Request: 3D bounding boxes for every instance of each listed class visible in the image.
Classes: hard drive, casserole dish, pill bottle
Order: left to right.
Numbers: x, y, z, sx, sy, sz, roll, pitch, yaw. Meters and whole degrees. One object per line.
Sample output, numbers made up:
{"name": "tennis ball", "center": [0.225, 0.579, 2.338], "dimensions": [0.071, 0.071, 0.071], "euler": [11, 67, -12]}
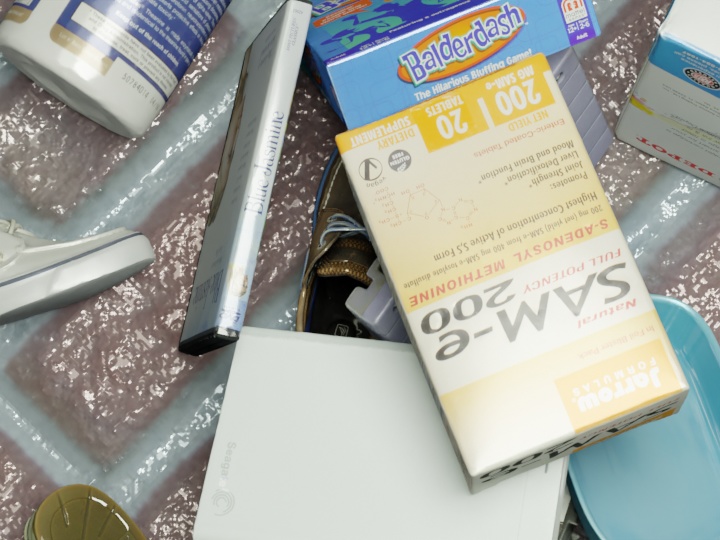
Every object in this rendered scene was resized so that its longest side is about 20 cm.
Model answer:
{"name": "pill bottle", "center": [-0.129, -0.192, 1.144], "dimensions": [0.110, 0.111, 0.201], "euler": [32, 83, 5]}
{"name": "hard drive", "center": [0.016, 0.104, 1.035], "dimensions": [0.198, 0.026, 0.133], "euler": [6, 65, 14]}
{"name": "casserole dish", "center": [0.167, 0.098, 1.089], "dimensions": [0.120, 0.039, 0.201], "euler": [-5, 55, -15]}

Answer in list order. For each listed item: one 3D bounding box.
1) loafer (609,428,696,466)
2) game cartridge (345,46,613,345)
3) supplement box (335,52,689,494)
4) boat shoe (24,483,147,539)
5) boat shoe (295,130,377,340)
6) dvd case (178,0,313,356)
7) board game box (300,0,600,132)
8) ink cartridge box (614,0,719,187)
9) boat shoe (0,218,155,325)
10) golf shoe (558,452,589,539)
{"name": "loafer", "center": [0.208, 0.175, 1.103], "dimensions": [0.075, 0.068, 0.201], "euler": [-36, 81, -5]}
{"name": "game cartridge", "center": [0.078, -0.030, 1.110], "dimensions": [0.038, 0.130, 0.201], "euler": [31, 82, 33]}
{"name": "supplement box", "center": [0.079, 0.002, 0.995], "dimensions": [0.125, 0.074, 0.201], "euler": [-22, 75, -1]}
{"name": "boat shoe", "center": [-0.130, 0.219, 1.110], "dimensions": [0.073, 0.063, 0.201], "euler": [-41, 89, -30]}
{"name": "boat shoe", "center": [0.000, 0.000, 1.131], "dimensions": [0.072, 0.072, 0.202], "euler": [8, 81, 2]}
{"name": "dvd case", "center": [-0.071, -0.051, 1.106], "dimensions": [0.017, 0.143, 0.202], "euler": [14, 81, -13]}
{"name": "board game box", "center": [0.040, -0.147, 1.093], "dimensions": [0.151, 0.200, 0.045], "euler": [-22, 108, -4]}
{"name": "ink cartridge box", "center": [0.253, -0.136, 1.089], "dimensions": [0.146, 0.200, 0.146], "euler": [26, 80, 5]}
{"name": "boat shoe", "center": [-0.227, 0.000, 1.137], "dimensions": [0.198, 0.072, 0.066], "euler": [-18, 86, 6]}
{"name": "golf shoe", "center": [0.063, 0.180, 1.101], "dimensions": [0.094, 0.078, 0.201], "euler": [32, 81, 5]}
